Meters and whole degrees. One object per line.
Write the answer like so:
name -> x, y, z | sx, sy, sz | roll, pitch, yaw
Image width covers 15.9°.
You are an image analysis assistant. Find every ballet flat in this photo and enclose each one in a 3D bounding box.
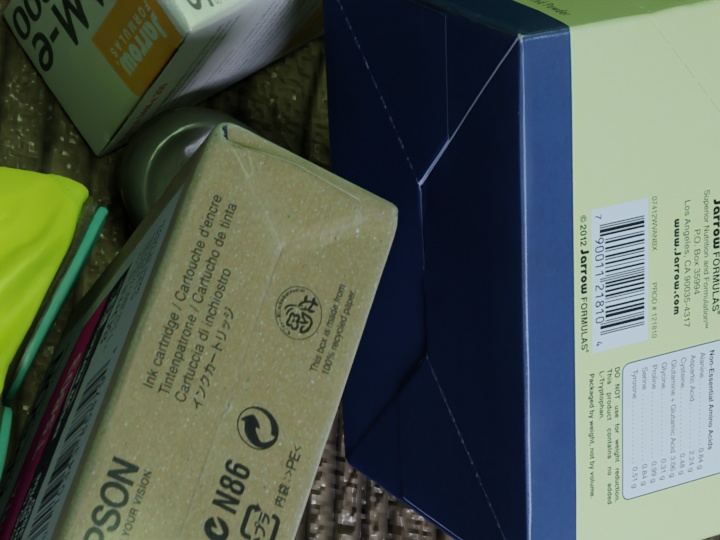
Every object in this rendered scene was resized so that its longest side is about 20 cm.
ballet flat -> -0.148, 0.041, 0.910 | 0.067, 0.067, 0.200 | 23, 52, -10

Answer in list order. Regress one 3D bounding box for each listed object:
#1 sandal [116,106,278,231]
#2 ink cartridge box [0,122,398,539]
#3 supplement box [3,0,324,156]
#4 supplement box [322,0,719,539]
sandal -> 0.000, 0.000, 0.994 | 0.200, 0.055, 0.082 | 34, 79, -16
ink cartridge box -> -0.074, 0.075, 0.870 | 0.075, 0.165, 0.200 | 26, 58, -13
supplement box -> -0.027, -0.137, 1.001 | 0.200, 0.126, 0.074 | -32, 85, -29
supplement box -> 0.107, -0.020, 0.931 | 0.199, 0.134, 0.201 | -13, 113, -27
